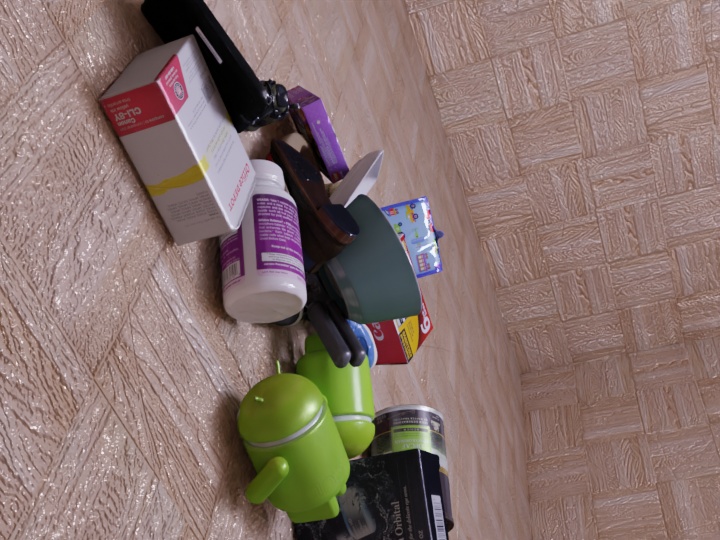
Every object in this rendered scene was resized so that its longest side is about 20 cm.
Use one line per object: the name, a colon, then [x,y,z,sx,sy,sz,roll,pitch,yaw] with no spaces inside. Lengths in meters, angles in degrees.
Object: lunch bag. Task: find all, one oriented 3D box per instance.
lunch bag: [0.069,-0.052,1.683,0.094,0.196,0.153,-117,-167,-86]

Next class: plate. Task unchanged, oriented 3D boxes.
plate: [-0.034,-0.104,1.413,0.032,0.201,0.200,36,-7,3]

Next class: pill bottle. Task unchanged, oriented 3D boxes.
pill bottle: [-0.135,-0.042,1.149,0.112,0.110,0.203,47,31,-60]

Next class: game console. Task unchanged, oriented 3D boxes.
game console: [-0.174,-0.291,1.102,0.116,0.175,0.201,-42,101,-29]

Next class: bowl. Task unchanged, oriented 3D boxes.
bowl: [0.000,0.000,1.288,0.202,0.104,0.202,58,-13,21]

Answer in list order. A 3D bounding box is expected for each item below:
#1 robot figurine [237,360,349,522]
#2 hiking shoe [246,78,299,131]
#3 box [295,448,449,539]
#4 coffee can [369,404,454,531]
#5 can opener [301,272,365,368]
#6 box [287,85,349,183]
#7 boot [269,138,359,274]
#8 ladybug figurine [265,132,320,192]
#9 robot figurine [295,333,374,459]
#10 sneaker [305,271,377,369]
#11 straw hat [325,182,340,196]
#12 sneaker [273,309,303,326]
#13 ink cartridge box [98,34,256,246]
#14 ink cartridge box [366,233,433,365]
robot figurine: [-0.084,0.221,1.090,0.176,0.114,0.203,-63,137,-59]
hiking shoe: [-0.160,-0.258,1.255,0.200,0.099,0.077,-9,85,-74]
box: [0.019,0.370,1.206,0.117,0.197,0.200,40,39,-65]
coffee can: [0.088,0.366,1.549,0.147,0.144,0.203,55,26,-52]
can opener: [-0.059,0.078,1.286,0.053,0.067,0.201,0,41,-34]
box: [-0.079,-0.239,1.483,0.200,0.039,0.139,-129,-164,-67]
boot: [-0.092,-0.092,1.227,0.074,0.097,0.201,1,47,-55]
ladybug figurine: [-0.114,-0.140,1.373,0.201,0.071,0.137,-77,150,-58]
robot figurine: [-0.038,0.194,1.299,0.175,0.114,0.204,34,45,-60]
sneaker: [-0.044,0.082,1.393,0.202,0.076,0.111,64,12,2]
straw hat: [-0.050,-0.119,1.556,0.201,0.084,0.205,-13,90,-74]
sneaker: [-0.127,-0.015,1.233,0.099,0.069,0.204,-16,97,-79]
ink cartridge box: [-0.211,-0.154,1.029,0.146,0.082,0.202,-80,152,-56]
ink cartridge box: [0.041,0.065,1.563,0.176,0.083,0.203,-47,123,-52]
